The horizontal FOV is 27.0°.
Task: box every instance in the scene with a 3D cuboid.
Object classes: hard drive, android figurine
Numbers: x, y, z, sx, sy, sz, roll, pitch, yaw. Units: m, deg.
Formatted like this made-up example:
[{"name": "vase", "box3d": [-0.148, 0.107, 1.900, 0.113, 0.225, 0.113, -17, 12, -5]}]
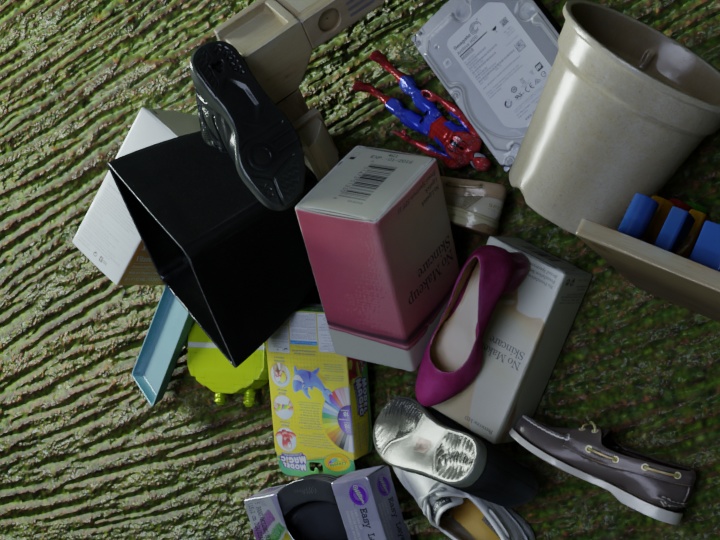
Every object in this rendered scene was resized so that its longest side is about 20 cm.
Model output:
[{"name": "hard drive", "box3d": [0.159, -0.223, 1.629, 0.140, 0.038, 0.200, -41, 67, 21]}, {"name": "android figurine", "box3d": [-0.153, 0.066, 1.836, 0.181, 0.041, 0.201, -2, 87, 34]}]

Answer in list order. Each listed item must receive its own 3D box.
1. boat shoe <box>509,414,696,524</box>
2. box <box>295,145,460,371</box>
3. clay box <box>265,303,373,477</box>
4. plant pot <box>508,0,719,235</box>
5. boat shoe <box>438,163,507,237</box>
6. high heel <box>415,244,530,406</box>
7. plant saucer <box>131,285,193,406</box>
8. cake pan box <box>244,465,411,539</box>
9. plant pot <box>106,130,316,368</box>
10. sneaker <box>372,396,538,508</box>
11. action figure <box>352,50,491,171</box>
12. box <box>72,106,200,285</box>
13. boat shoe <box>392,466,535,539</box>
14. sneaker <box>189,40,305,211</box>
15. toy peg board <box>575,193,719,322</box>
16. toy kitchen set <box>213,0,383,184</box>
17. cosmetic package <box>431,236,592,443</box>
[{"name": "boat shoe", "box3d": [0.249, 0.191, 1.546, 0.200, 0.072, 0.060, 26, 97, 28]}, {"name": "box", "box3d": [0.026, -0.013, 1.611, 0.109, 0.128, 0.201, 11, 132, 33]}, {"name": "clay box", "box3d": [-0.048, 0.140, 1.744, 0.115, 0.048, 0.201, 2, 102, 33]}, {"name": "plant pot", "box3d": [0.246, -0.138, 1.489, 0.200, 0.200, 0.184, 43, 118, 27]}, {"name": "boat shoe", "box3d": [0.072, -0.092, 1.676, 0.199, 0.071, 0.065, 19, 91, 27]}, {"name": "high heel", "box3d": [0.098, 0.060, 1.547, 0.067, 0.096, 0.200, 48, 114, 26]}, {"name": "plant saucer", "box3d": [-0.235, 0.070, 1.869, 0.070, 0.019, 0.201, 48, 124, 43]}, {"name": "cake pan box", "box3d": [-0.027, 0.328, 1.719, 0.184, 0.052, 0.201, -14, 93, 31]}, {"name": "plant pot", "box3d": [-0.141, -0.050, 1.703, 0.177, 0.200, 0.200, -32, 48, -13]}, {"name": "sneaker", "box3d": [0.097, 0.204, 1.619, 0.200, 0.106, 0.075, 25, 85, 56]}, {"name": "action figure", "box3d": [0.073, -0.171, 1.687, 0.200, 0.052, 0.066, 40, 105, 26]}, {"name": "box", "box3d": [-0.244, -0.088, 1.852, 0.097, 0.124, 0.200, 41, 111, 27]}, {"name": "boat shoe", "box3d": [0.100, 0.254, 1.643, 0.200, 0.070, 0.071, 42, 111, 27]}, {"name": "sneaker", "box3d": [-0.119, -0.143, 1.625, 0.076, 0.114, 0.200, -30, 75, -11]}, {"name": "toy peg board", "box3d": [0.338, -0.016, 1.424, 0.200, 0.199, 0.098, 24, 86, 32]}, {"name": "toy kitchen set", "box3d": [-0.027, -0.208, 1.694, 0.180, 0.200, 0.163, -35, 46, -10]}, {"name": "cosmetic package", "box3d": [0.157, 0.074, 1.608, 0.105, 0.071, 0.201, 27, 104, 31]}]
